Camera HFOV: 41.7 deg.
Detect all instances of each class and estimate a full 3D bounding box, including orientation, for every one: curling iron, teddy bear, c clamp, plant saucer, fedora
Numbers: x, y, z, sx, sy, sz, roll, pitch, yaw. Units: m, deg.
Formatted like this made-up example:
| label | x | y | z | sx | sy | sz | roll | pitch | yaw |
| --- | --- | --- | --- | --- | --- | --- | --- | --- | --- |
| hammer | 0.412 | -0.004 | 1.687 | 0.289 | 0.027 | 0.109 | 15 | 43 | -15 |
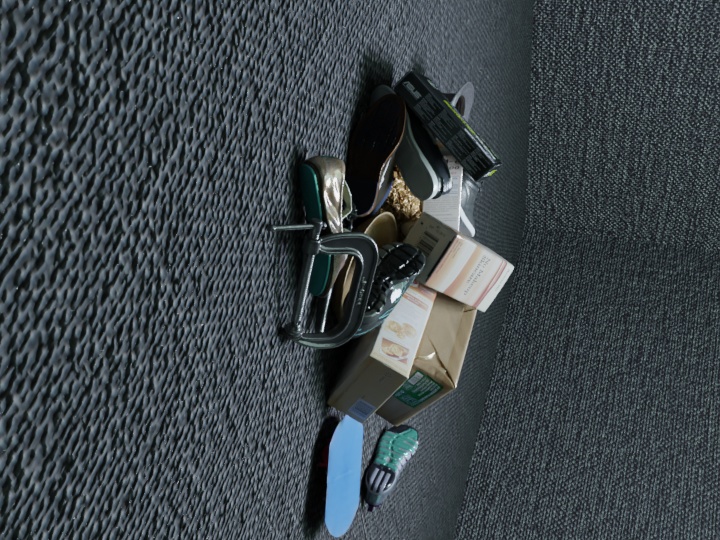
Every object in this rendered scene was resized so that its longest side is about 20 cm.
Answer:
| label | x | y | z | sx | sy | sz | roll | pitch | yaw |
| --- | --- | --- | --- | --- | --- | --- | --- | --- | --- |
| curling iron | -0.042 | -0.008 | 1.370 | 0.050 | 0.026 | 0.200 | -5 | -111 | 67 |
| teddy bear | 0.063 | -0.124 | 1.556 | 0.145 | 0.067 | 0.200 | -18 | 107 | -52 |
| c clamp | -0.056 | 0.019 | 1.233 | 0.171 | 0.027 | 0.200 | -9 | 121 | -32 |
| plant saucer | 0.000 | 0.000 | 1.477 | 0.200 | 0.035 | 0.200 | -54 | 155 | -41 |
| fedora | 0.141 | -0.271 | 1.803 | 0.177 | 0.090 | 0.200 | -15 | 121 | -72 |

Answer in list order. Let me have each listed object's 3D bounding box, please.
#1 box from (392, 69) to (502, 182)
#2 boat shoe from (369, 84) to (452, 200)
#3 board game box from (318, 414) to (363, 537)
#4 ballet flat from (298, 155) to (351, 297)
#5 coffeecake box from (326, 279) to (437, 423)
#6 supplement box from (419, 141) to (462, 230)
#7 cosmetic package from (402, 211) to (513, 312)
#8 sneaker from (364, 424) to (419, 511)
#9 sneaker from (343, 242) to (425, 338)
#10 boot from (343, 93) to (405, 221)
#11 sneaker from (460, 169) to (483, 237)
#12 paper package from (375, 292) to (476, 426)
| label | x | y | z | sx | sy | sz | roll | pitch | yaw |
| --- | --- | --- | --- | --- | --- | --- | --- | --- | --- |
| box | 0.146 | -0.232 | 1.530 | 0.048 | 0.200 | 0.193 | -41 | 177 | 12 |
| boat shoe | 0.080 | -0.202 | 1.494 | 0.060 | 0.076 | 0.200 | -15 | 80 | -44 |
| board game box | -0.043 | 0.332 | 1.551 | 0.158 | 0.039 | 0.200 | 4 | 89 | -70 |
| ballet flat | -0.039 | -0.058 | 1.259 | 0.067 | 0.068 | 0.200 | -21 | 126 | -34 |
| coffeecake box | 0.036 | 0.122 | 1.529 | 0.154 | 0.073 | 0.200 | -52 | -170 | 44 |
| supplement box | 0.127 | -0.121 | 1.685 | 0.126 | 0.073 | 0.200 | -121 | -150 | -69 |
| cosmetic package | 0.158 | -0.011 | 1.582 | 0.200 | 0.087 | 0.103 | 22 | 103 | -51 |
| sneaker | 0.055 | 0.396 | 1.920 | 0.200 | 0.074 | 0.088 | -47 | 157 | -50 |
| sneaker | 0.029 | 0.028 | 1.447 | 0.200 | 0.075 | 0.079 | -44 | 161 | -41 |
| boot | 0.021 | -0.169 | 1.463 | 0.097 | 0.075 | 0.200 | 63 | 48 | -78 |
| sneaker | 0.210 | -0.139 | 1.870 | 0.099 | 0.071 | 0.200 | -58 | 155 | -10 |
| paper package | 0.097 | 0.150 | 1.675 | 0.200 | 0.103 | 0.191 | -44 | -159 | 49 |
